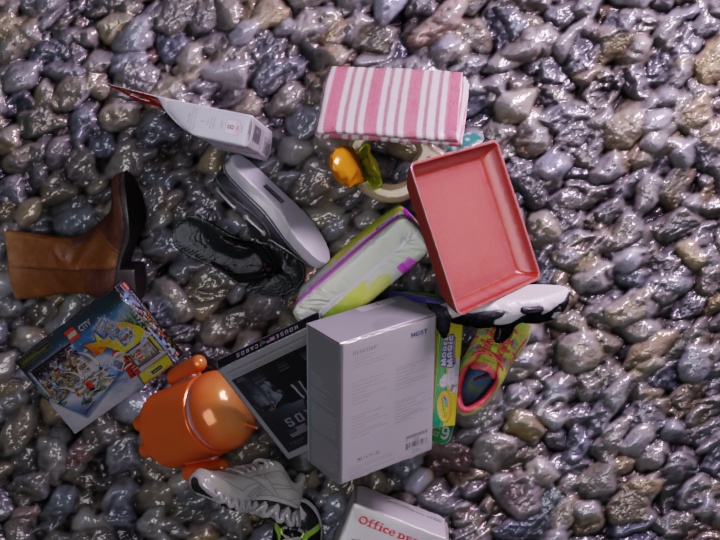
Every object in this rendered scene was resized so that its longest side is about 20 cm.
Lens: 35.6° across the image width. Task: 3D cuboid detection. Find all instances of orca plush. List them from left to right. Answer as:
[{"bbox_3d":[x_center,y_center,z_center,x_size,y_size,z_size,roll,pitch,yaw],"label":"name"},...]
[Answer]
[{"bbox_3d":[0.185,0.069,1.476,0.200,0.105,0.071,-14,112,-33],"label":"orca plush"}]

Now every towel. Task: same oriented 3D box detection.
[{"bbox_3d":[0.044,-0.219,1.511,0.199,0.147,0.030,4,135,7],"label":"towel"}]

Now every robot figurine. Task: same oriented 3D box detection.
[{"bbox_3d":[-0.225,0.208,1.553,0.200,0.144,0.117,-24,128,33],"label":"robot figurine"}]

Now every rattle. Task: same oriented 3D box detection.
[{"bbox_3d":[0.072,-0.154,1.507,0.199,0.143,0.131,10,81,10],"label":"rattle"}]

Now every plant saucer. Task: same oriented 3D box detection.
[{"bbox_3d":[0.143,-0.058,1.469,0.037,0.199,0.200,-16,93,43],"label":"plant saucer"}]

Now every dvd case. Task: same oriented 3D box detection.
[{"bbox_3d":[-0.077,0.156,1.481,0.150,0.025,0.200,-26,127,7],"label":"dvd case"}]

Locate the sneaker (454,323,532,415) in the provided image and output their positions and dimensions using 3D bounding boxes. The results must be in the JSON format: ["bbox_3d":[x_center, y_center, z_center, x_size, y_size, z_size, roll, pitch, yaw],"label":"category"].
[{"bbox_3d":[0.182,0.116,1.537,0.078,0.090,0.200,23,95,5],"label":"sneaker"}]

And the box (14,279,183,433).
[{"bbox_3d":[-0.372,0.124,1.592,0.200,0.038,0.137,-34,99,16],"label":"box"}]

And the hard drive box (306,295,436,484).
[{"bbox_3d":[0.014,0.151,1.439,0.156,0.077,0.201,-14,117,-34],"label":"hard drive box"}]

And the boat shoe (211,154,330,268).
[{"bbox_3d":[-0.128,-0.069,1.563,0.200,0.072,0.068,45,115,1],"label":"boat shoe"}]

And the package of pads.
[{"bbox_3d":[0.000,0.000,1.514,0.200,0.155,0.068,-40,97,7],"label":"package of pads"}]

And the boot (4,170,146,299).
[{"bbox_3d":[-0.409,-0.049,1.604,0.199,0.068,0.189,2,107,11],"label":"boot"}]

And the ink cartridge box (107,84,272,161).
[{"bbox_3d":[-0.229,-0.198,1.518,0.199,0.163,0.057,9,90,5],"label":"ink cartridge box"}]

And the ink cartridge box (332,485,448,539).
[{"bbox_3d":[0.022,0.426,1.576,0.144,0.084,0.200,21,95,-1],"label":"ink cartridge box"}]

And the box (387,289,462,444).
[{"bbox_3d":[0.082,0.132,1.538,0.048,0.117,0.201,-2,97,-38],"label":"box"}]

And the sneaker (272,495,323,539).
[{"bbox_3d":[-0.096,0.421,1.591,0.072,0.083,0.201,5,95,5],"label":"sneaker"}]

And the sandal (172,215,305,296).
[{"bbox_3d":[-0.176,-0.016,1.583,0.200,0.048,0.075,21,96,4],"label":"sandal"}]

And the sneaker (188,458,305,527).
[{"bbox_3d":[-0.150,0.288,1.514,0.075,0.200,0.081,13,79,42],"label":"sneaker"}]

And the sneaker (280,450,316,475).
[{"bbox_3d":[-0.089,0.193,1.572,0.074,0.085,0.201,-1,94,6],"label":"sneaker"}]
